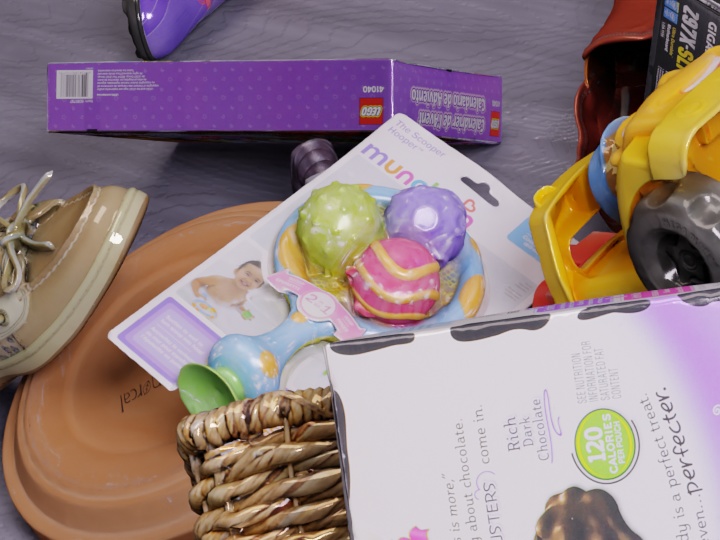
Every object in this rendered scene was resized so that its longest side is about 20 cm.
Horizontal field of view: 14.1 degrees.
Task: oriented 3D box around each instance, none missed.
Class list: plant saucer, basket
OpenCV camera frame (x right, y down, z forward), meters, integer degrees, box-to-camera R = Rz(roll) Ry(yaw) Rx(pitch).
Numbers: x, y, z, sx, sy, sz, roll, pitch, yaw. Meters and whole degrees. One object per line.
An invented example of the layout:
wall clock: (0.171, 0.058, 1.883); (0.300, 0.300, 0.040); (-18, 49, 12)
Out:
plant saucer: (-0.079, 0.045, 1.315); (0.200, 0.032, 0.201); (-22, 40, 20)
basket: (0.046, 0.099, 1.081); (0.199, 0.150, 0.143); (-12, 3, 6)

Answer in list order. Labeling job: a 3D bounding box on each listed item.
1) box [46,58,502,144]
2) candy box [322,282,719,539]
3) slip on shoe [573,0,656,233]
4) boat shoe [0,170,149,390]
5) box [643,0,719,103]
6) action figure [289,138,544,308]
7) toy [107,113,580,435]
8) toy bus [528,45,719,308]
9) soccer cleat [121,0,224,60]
box: (-0.043, -0.086, 1.502); (0.199, 0.039, 0.137); (1, 1, 26)
candy box: (0.098, 0.092, 0.966); (0.199, 0.169, 0.072); (-8, 0, 5)
slip on shoe: (0.142, -0.106, 1.432); (0.074, 0.061, 0.201); (-19, 45, 37)
boat shoe: (-0.168, 0.010, 1.348); (0.200, 0.063, 0.073); (-38, 22, 44)
box: (0.193, -0.085, 1.301); (0.049, 0.200, 0.160); (36, 55, 28)
action figure: (0.029, 0.007, 1.360); (0.130, 0.070, 0.200); (-12, 34, -9)
toy: (0.000, 0.000, 1.256); (0.115, 0.047, 0.200); (38, 56, 18)
toy bus: (0.137, -0.002, 1.206); (0.136, 0.201, 0.192); (-36, 29, -32)
soccer cleat: (-0.090, -0.189, 1.732); (0.073, 0.068, 0.200); (-1, 31, 15)
